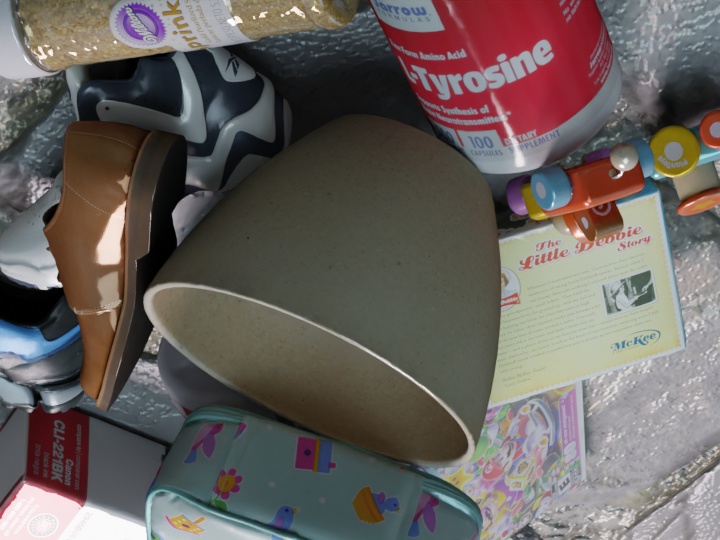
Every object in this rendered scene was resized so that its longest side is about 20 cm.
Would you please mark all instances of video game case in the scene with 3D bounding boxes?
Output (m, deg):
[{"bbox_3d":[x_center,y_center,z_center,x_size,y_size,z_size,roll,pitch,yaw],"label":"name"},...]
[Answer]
[{"bbox_3d":[0.072,0.140,1.350,0.200,0.018,0.144,-34,138,-25],"label":"video game case"}]

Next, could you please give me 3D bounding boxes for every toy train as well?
[{"bbox_3d":[0.168,-0.051,1.164,0.200,0.056,0.150,-19,-178,-28],"label":"toy train"}]

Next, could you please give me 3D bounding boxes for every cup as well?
[{"bbox_3d":[0.000,0.000,1.138,0.200,0.144,0.200,23,160,9],"label":"cup"}]

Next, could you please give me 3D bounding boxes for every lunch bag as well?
[{"bbox_3d":[-0.032,0.161,1.221,0.199,0.077,0.161,18,150,7],"label":"lunch bag"}]

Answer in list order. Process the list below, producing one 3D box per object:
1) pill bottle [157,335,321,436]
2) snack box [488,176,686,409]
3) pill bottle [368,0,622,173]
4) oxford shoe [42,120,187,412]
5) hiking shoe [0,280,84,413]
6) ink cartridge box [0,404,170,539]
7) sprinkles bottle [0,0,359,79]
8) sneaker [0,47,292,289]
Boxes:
[{"bbox_3d":[-0.043,0.105,1.317,0.114,0.114,0.200,-17,131,9],"label":"pill bottle"},{"bbox_3d":[0.097,0.021,1.273,0.199,0.037,0.117,-16,118,-4],"label":"snack box"},{"bbox_3d":[0.060,-0.157,1.096,0.112,0.112,0.200,-20,131,12],"label":"pill bottle"},{"bbox_3d":[-0.144,-0.005,1.149,0.071,0.071,0.200,17,129,7],"label":"oxford shoe"},{"bbox_3d":[-0.263,0.032,1.267,0.199,0.074,0.087,4,118,-18],"label":"hiking shoe"},{"bbox_3d":[-0.172,0.189,1.397,0.200,0.084,0.144,23,124,-25],"label":"ink cartridge box"},{"bbox_3d":[-0.102,-0.145,1.055,0.199,0.068,0.068,-6,135,23],"label":"sprinkles bottle"},{"bbox_3d":[-0.152,-0.080,1.167,0.199,0.080,0.130,-25,124,22],"label":"sneaker"}]
